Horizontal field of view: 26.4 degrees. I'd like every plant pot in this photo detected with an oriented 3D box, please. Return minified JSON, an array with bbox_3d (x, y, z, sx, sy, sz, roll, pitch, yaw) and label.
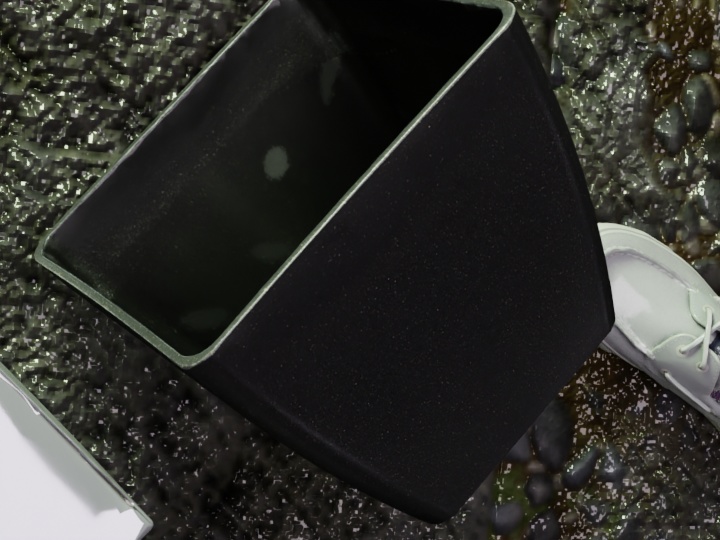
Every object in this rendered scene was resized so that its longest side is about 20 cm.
[{"bbox_3d":[0.000,0.000,0.724,0.200,0.199,0.178,-47,121,-12],"label":"plant pot"}]

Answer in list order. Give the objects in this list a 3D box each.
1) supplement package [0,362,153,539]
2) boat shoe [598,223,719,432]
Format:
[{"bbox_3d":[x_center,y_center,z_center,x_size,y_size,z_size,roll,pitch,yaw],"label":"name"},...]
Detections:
[{"bbox_3d":[-0.222,0.088,0.677,0.156,0.111,0.200,-44,109,-12],"label":"supplement package"},{"bbox_3d":[0.193,0.046,0.867,0.200,0.068,0.072,45,79,-21],"label":"boat shoe"}]
